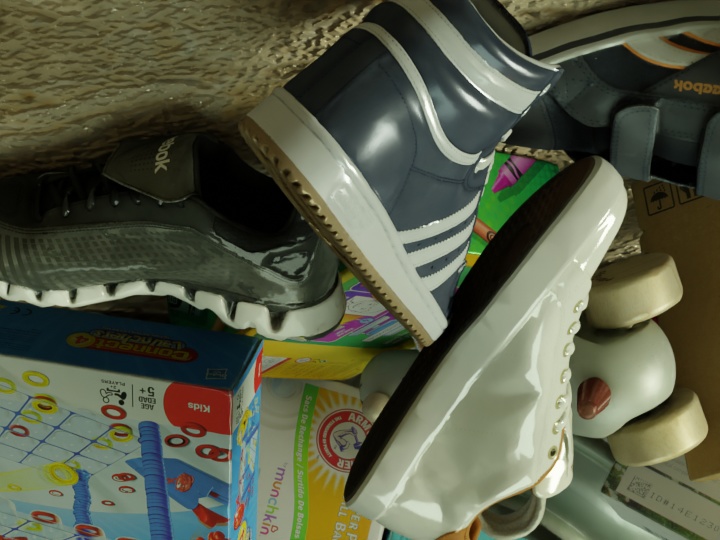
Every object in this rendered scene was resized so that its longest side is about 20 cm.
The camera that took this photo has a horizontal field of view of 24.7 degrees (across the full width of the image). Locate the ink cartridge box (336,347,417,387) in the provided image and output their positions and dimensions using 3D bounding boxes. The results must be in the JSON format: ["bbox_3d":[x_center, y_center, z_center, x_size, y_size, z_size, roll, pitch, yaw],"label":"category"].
[{"bbox_3d":[-0.007,0.059,1.066,0.198,0.051,0.160,-4,167,33],"label":"ink cartridge box"}]

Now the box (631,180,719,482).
[{"bbox_3d":[0.235,0.001,0.798,0.199,0.165,0.021,-21,157,32],"label":"box"}]

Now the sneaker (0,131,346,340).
[{"bbox_3d":[-0.098,-0.028,0.732,0.198,0.067,0.091,9,131,-3],"label":"sneaker"}]

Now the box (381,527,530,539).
[{"bbox_3d":[0.103,0.200,0.967,0.198,0.050,0.083,16,147,-3],"label":"box"}]

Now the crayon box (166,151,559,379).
[{"bbox_3d":[0.000,0.000,0.855,0.118,0.059,0.199,6,156,-38],"label":"crayon box"}]

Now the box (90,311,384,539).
[{"bbox_3d":[-0.080,0.115,0.973,0.198,0.114,0.101,16,159,-2],"label":"box"}]

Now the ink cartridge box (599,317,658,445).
[{"bbox_3d":[0.215,0.108,1.048,0.144,0.146,0.200,32,160,4],"label":"ink cartridge box"}]

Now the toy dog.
[{"bbox_3d":[0.077,0.063,0.816,0.200,0.133,0.096,-37,173,36],"label":"toy dog"}]

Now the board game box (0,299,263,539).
[{"bbox_3d":[-0.154,0.119,0.867,0.198,0.198,0.056,7,-153,9],"label":"board game box"}]

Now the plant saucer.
[{"bbox_3d":[0.116,0.149,1.010,0.199,0.050,0.201,30,159,13],"label":"plant saucer"}]

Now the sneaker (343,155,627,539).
[{"bbox_3d":[0.075,0.043,0.729,0.084,0.073,0.201,29,116,-6],"label":"sneaker"}]

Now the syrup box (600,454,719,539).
[{"bbox_3d":[0.212,0.055,0.882,0.078,0.201,0.081,26,172,24],"label":"syrup box"}]

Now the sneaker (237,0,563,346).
[{"bbox_3d":[0.030,-0.043,0.656,0.108,0.070,0.200,-45,156,-3],"label":"sneaker"}]

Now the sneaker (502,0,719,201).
[{"bbox_3d":[0.145,-0.068,0.696,0.198,0.080,0.078,-10,162,9],"label":"sneaker"}]
